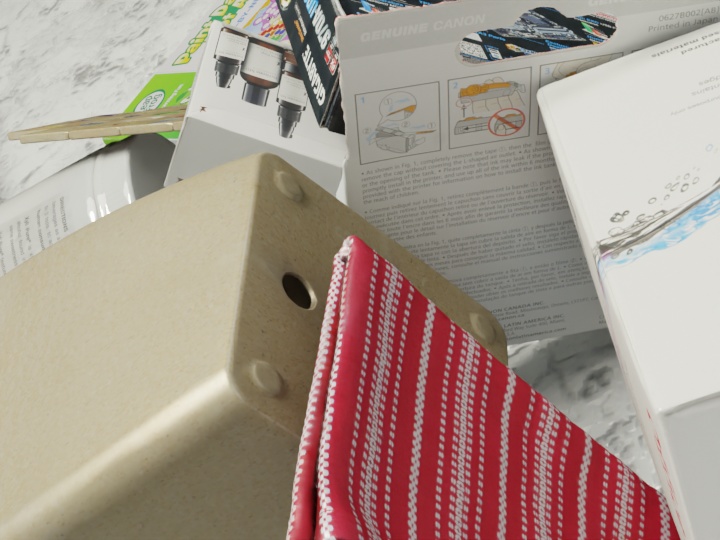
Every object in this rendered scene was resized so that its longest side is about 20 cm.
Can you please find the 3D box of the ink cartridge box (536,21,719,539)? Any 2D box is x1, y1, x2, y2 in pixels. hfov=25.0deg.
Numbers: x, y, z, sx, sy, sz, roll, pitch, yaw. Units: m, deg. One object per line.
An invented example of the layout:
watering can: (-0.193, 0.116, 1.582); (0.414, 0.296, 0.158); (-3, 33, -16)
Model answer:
ink cartridge box: (0.163, 0.019, 0.574); (0.143, 0.148, 0.201); (-18, 35, 7)

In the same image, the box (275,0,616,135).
box: (0.064, -0.101, 0.806); (0.160, 0.198, 0.046); (-109, 36, -56)

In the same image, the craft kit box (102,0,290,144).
craft kit box: (-0.054, -0.144, 1.107); (0.196, 0.049, 0.201); (2, 49, 49)

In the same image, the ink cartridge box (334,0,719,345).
ink cartridge box: (0.068, -0.049, 0.679); (0.159, 0.201, 0.050); (-10, 45, -4)

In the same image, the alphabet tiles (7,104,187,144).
alphabet tiles: (-0.095, -0.090, 0.937); (0.198, 0.006, 0.166); (-2, 10, 25)

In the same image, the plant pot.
plant pot: (-0.047, 0.078, 0.632); (0.177, 0.199, 0.201); (-40, 27, 29)

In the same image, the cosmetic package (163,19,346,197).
cosmetic package: (0.010, -0.052, 0.797); (0.083, 0.198, 0.051); (-82, 13, -46)

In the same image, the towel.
towel: (0.058, 0.092, 0.562); (0.022, 0.200, 0.146); (-34, 29, 31)

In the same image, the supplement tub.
supplement tub: (-0.178, 0.020, 0.938); (0.198, 0.132, 0.133); (-26, 34, 18)
